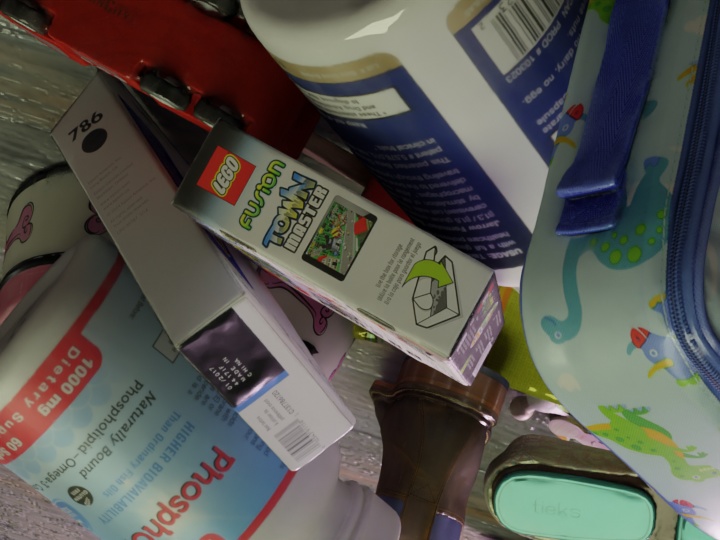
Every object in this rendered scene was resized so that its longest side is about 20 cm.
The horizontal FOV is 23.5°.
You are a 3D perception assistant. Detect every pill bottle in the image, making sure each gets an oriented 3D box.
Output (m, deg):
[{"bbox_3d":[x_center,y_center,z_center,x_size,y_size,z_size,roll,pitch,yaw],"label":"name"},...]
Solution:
[{"bbox_3d":[-0.081,0.085,0.801,0.200,0.109,0.109,40,145,-12],"label":"pill bottle"},{"bbox_3d":[0.052,-0.064,0.643,0.111,0.112,0.200,-6,142,35],"label":"pill bottle"}]

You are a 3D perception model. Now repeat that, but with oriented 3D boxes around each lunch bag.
[{"bbox_3d":[0.130,-0.022,0.581,0.082,0.201,0.161,-12,138,39],"label":"lunch bag"}]

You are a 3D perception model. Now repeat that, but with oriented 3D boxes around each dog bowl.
[{"bbox_3d":[-0.105,0.031,0.920,0.199,0.074,0.201,13,150,8],"label":"dog bowl"}]

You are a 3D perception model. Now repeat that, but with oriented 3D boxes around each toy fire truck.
[{"bbox_3d":[-0.051,-0.075,0.721,0.199,0.049,0.141,28,177,11],"label":"toy fire truck"}]

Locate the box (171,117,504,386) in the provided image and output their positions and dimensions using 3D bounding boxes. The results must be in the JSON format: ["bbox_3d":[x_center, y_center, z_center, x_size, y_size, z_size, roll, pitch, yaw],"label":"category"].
[{"bbox_3d":[0.000,0.000,0.672,0.110,0.035,0.200,29,177,8],"label":"box"}]

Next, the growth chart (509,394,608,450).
[{"bbox_3d":[0.190,0.095,0.922,0.199,0.018,0.145,27,148,-11],"label":"growth chart"}]

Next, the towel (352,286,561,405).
[{"bbox_3d":[0.093,0.040,0.864,0.199,0.018,0.086,20,148,7],"label":"towel"}]

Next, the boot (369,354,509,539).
[{"bbox_3d":[0.027,0.111,0.928,0.074,0.097,0.200,19,164,3],"label":"boot"}]

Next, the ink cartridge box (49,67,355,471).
[{"bbox_3d":[-0.076,-0.010,0.743,0.039,0.200,0.100,-37,134,2],"label":"ink cartridge box"}]

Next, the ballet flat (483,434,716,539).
[{"bbox_3d":[0.164,0.121,0.910,0.199,0.062,0.068,14,113,12],"label":"ballet flat"}]
